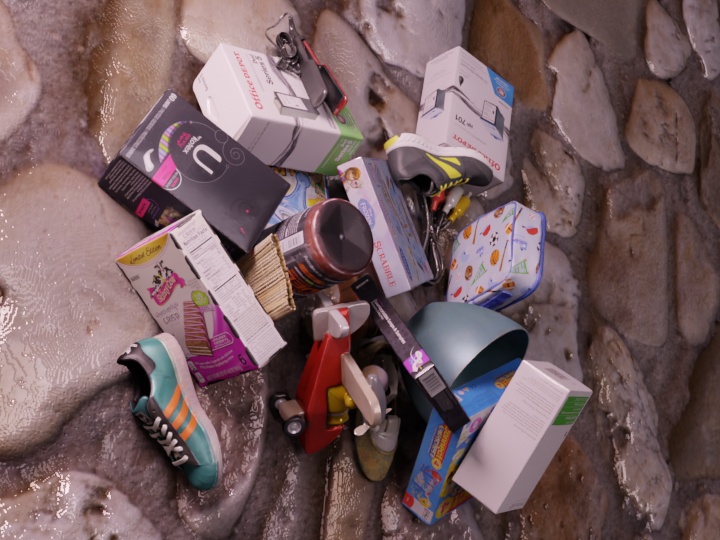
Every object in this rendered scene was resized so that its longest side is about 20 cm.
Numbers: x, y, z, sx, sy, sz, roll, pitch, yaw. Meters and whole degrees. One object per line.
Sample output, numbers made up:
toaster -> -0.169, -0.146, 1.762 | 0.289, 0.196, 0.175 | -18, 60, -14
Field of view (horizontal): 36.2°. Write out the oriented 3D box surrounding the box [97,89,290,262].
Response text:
box -> -0.210, -0.110, 1.399 | 0.200, 0.106, 0.123 | 38, 59, -15

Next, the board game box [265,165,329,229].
board game box -> -0.129, -0.108, 1.553 | 0.199, 0.034, 0.136 | 3, 73, -42

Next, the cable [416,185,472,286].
cable -> 0.121, -0.076, 1.762 | 0.097, 0.050, 0.201 | 36, 52, -25

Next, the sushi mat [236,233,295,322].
sushi mat -> -0.133, 0.025, 1.390 | 0.012, 0.200, 0.096 | -10, 80, -28

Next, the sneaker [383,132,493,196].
sneaker -> 0.122, -0.150, 1.729 | 0.199, 0.074, 0.085 | 11, 66, -28

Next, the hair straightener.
hair straightener -> -0.085, -0.299, 1.546 | 0.077, 0.041, 0.200 | 10, 44, -40

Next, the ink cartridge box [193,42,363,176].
ink cartridge box -> -0.115, -0.222, 1.542 | 0.199, 0.084, 0.146 | 6, 47, -41

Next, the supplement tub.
supplement tub -> -0.081, -0.017, 1.449 | 0.107, 0.200, 0.107 | 16, 65, -37

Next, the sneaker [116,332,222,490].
sneaker -> -0.235, 0.180, 1.333 | 0.080, 0.071, 0.201 | -19, 83, -40

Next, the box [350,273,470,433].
box -> 0.066, 0.108, 1.471 | 0.200, 0.036, 0.143 | 53, -2, 45

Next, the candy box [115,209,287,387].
candy box -> -0.199, 0.039, 1.365 | 0.061, 0.136, 0.200 | -41, 103, -42

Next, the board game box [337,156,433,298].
board game box -> 0.041, -0.067, 1.626 | 0.199, 0.041, 0.201 | -15, 84, -76

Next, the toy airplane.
toy airplane -> -0.023, 0.128, 1.452 | 0.141, 0.199, 0.201 | 11, 64, -27

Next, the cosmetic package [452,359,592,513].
cosmetic package -> 0.225, 0.229, 1.530 | 0.107, 0.085, 0.201 | 9, 111, -60

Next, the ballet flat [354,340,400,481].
ballet flat -> 0.029, 0.196, 1.569 | 0.071, 0.071, 0.201 | 14, 66, -39

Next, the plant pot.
plant pot -> 0.133, 0.124, 1.628 | 0.200, 0.201, 0.135 | -17, 50, -45

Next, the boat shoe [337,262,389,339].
boat shoe -> 0.000, 0.000, 1.611 | 0.070, 0.070, 0.201 | -8, 89, -37

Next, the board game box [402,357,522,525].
board game box -> 0.165, 0.246, 1.600 | 0.200, 0.056, 0.197 | -19, 133, -44

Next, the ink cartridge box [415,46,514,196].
ink cartridge box -> 0.175, -0.249, 1.852 | 0.146, 0.086, 0.201 | 29, 56, -32

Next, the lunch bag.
lunch bag -> 0.209, -0.007, 1.722 | 0.075, 0.200, 0.161 | 18, 61, -22
